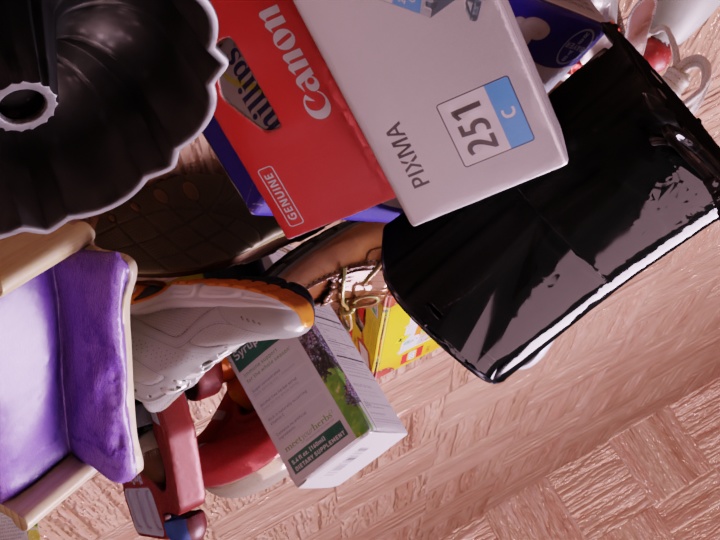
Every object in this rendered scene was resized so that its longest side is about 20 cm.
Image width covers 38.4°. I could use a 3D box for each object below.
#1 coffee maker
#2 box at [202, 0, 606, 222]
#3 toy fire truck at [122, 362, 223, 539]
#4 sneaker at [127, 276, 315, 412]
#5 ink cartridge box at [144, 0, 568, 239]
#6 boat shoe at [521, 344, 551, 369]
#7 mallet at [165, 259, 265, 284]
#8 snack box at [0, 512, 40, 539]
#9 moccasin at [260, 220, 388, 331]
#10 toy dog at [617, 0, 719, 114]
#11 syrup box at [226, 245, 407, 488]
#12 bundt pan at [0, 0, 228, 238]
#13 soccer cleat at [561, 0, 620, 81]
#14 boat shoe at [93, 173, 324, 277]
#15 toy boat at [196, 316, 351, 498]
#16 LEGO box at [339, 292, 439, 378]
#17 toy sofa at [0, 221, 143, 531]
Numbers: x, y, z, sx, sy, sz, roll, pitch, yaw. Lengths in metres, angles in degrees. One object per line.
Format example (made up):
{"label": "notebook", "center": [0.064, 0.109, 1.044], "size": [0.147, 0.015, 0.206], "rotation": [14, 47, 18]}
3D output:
{"label": "coffee maker", "center": [0.112, -0.034, 0.628], "size": [0.200, 0.135, 0.192], "rotation": [-41, 177, 22]}
{"label": "box", "center": [0.024, -0.132, 0.664], "size": [0.184, 0.105, 0.200], "rotation": [0, 141, -51]}
{"label": "toy fire truck", "center": [-0.171, 0.139, 0.844], "size": [0.112, 0.169, 0.200], "rotation": [-19, 179, -29]}
{"label": "sneaker", "center": [-0.118, 0.051, 0.714], "size": [0.199, 0.092, 0.076], "rotation": [-3, -179, 28]}
{"label": "ink cartridge box", "center": [-0.010, -0.112, 0.535], "size": [0.176, 0.045, 0.200], "rotation": [-21, 119, 17]}
{"label": "boat shoe", "center": [0.194, 0.009, 1.088], "size": [0.067, 0.073, 0.201], "rotation": [25, 82, -66]}
{"label": "mallet", "center": [-0.172, 0.016, 0.811], "size": [0.199, 0.066, 0.041], "rotation": [-17, 155, 1]}
{"label": "snack box", "center": [-0.300, 0.194, 0.780], "size": [0.067, 0.201, 0.169], "rotation": [-1, 144, -36]}
{"label": "moccasin", "center": [-0.001, 0.000, 0.800], "size": [0.201, 0.078, 0.074], "rotation": [-26, 180, -37]}
{"label": "toy dog", "center": [0.216, -0.207, 0.761], "size": [0.201, 0.096, 0.132], "rotation": [-60, -161, -5]}
{"label": "syrup box", "center": [-0.054, 0.072, 0.850], "size": [0.079, 0.200, 0.081], "rotation": [-38, 157, 14]}
{"label": "bundt pan", "center": [-0.170, -0.105, 0.495], "size": [0.201, 0.076, 0.202], "rotation": [-20, 151, -11]}
{"label": "soccer cleat", "center": [0.159, -0.227, 0.704], "size": [0.069, 0.078, 0.201], "rotation": [-4, 127, -24]}
{"label": "boat shoe", "center": [-0.094, -0.032, 0.755], "size": [0.199, 0.072, 0.068], "rotation": [-18, 161, -21]}
{"label": "toy boat", "center": [-0.104, 0.102, 0.943], "size": [0.130, 0.131, 0.200], "rotation": [-17, -141, 48]}
{"label": "LEGO box", "center": [0.063, 0.012, 1.033], "size": [0.148, 0.077, 0.200], "rotation": [-25, 156, -17]}
{"label": "toy sofa", "center": [-0.206, 0.069, 0.670], "size": [0.083, 0.097, 0.201], "rotation": [-40, 144, -50]}
